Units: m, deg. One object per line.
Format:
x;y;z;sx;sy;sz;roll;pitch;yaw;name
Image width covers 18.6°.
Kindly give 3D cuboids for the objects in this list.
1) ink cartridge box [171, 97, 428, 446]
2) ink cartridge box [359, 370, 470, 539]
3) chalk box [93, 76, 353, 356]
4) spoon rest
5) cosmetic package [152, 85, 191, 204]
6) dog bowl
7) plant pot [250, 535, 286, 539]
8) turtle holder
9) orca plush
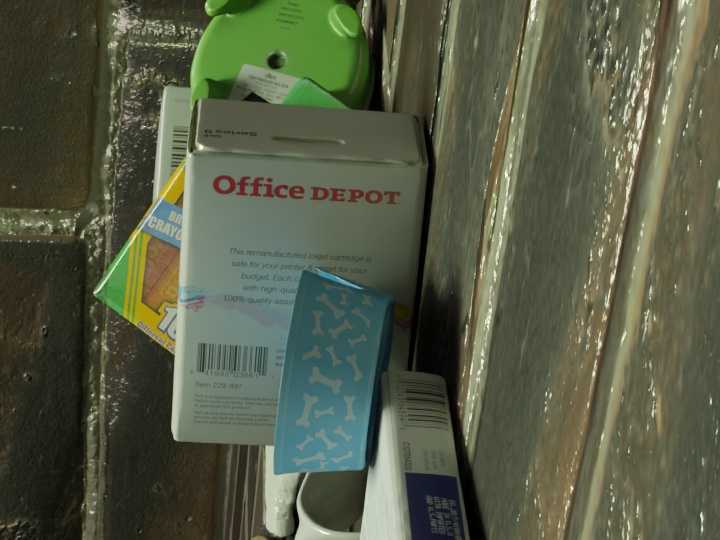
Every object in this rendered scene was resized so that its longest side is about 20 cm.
-0.040;0.003;1.360;0.088;0.144;0.201;-95;9;-62;ink cartridge box
0.022;0.184;1.130;0.197;0.043;0.201;-96;11;-65;ink cartridge box
-0.072;-0.038;1.545;0.200;0.124;0.124;-55;-1;19;chalk box
-0.016;0.150;1.471;0.200;0.060;0.100;-106;20;-72;spoon rest
-0.114;-0.069;2.078;0.200;0.164;0.166;131;143;-80;cosmetic package
-0.012;0.057;1.229;0.200;0.049;0.112;-15;-67;-87;dog bowl
-0.040;0.273;1.380;0.201;0.092;0.202;-168;90;-75;plant pot
-0.057;-0.156;1.693;0.132;0.140;0.186;64;-165;-65;turtle holder
-0.026;0.125;1.622;0.105;0.071;0.201;34;129;57;orca plush
